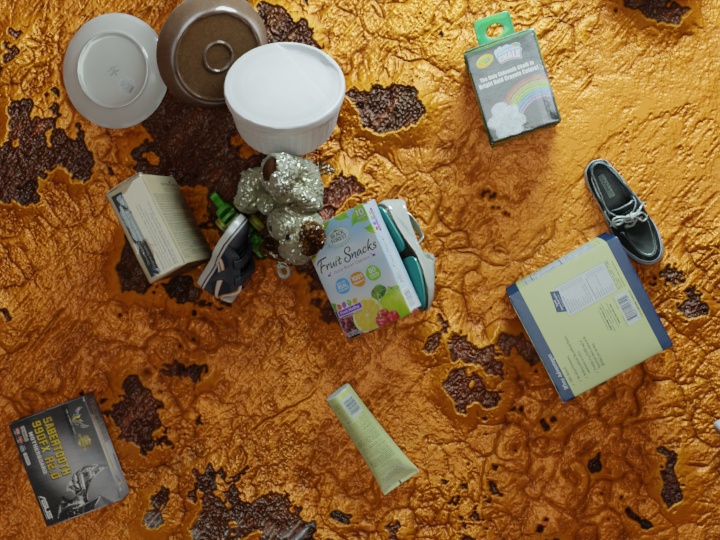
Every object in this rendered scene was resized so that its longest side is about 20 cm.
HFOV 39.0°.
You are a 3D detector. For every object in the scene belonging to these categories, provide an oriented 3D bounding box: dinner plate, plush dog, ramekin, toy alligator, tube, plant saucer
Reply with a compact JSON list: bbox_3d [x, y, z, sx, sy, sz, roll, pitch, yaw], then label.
[{"bbox_3d":[-0.436,-0.354,1.798,0.196,0.024,0.204,1,96,6],"label":"dinner plate"},{"bbox_3d":[-0.110,-0.095,1.699,0.158,0.199,0.175,-3,84,-29],"label":"plush dog"},{"bbox_3d":[-0.124,-0.277,1.692,0.199,0.095,0.205,0,54,-1],"label":"ramekin"},{"bbox_3d":[-0.195,-0.061,1.776,0.059,0.054,0.200,-43,89,8],"label":"toy alligator"},{"bbox_3d":[0.015,0.294,1.786,0.201,0.052,0.058,54,139,-3],"label":"tube"},{"bbox_3d":[-0.243,-0.363,1.708,0.197,0.035,0.203,-14,123,-22],"label":"plant saucer"}]

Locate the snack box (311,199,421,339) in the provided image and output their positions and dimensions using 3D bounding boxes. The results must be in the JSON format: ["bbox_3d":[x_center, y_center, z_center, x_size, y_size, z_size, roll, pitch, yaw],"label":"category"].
[{"bbox_3d":[0.000,0.000,1.737,0.141,0.053,0.203,-23,91,29],"label":"snack box"}]

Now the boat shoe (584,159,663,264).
[{"bbox_3d":[0.442,-0.097,1.692,0.073,0.068,0.201,-27,91,8],"label":"boat shoe"}]

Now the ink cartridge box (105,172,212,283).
[{"bbox_3d":[-0.335,-0.073,1.718,0.074,0.200,0.167,-28,90,7],"label":"ink cartridge box"}]

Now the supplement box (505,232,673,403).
[{"bbox_3d":[0.372,0.075,1.680,0.198,0.134,0.202,-28,91,8],"label":"supplement box"}]

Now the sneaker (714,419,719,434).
[{"bbox_3d":[0.691,0.293,1.684,0.200,0.078,0.100,41,94,1],"label":"sneaker"}]

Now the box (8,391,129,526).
[{"bbox_3d":[-0.529,0.343,1.850,0.156,0.048,0.203,-19,92,8],"label":"box"}]

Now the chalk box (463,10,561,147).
[{"bbox_3d":[0.242,-0.319,1.672,0.123,0.124,0.203,-16,92,9],"label":"chalk box"}]

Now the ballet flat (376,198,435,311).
[{"bbox_3d":[0.091,-0.033,1.743,0.069,0.069,0.202,-24,91,8],"label":"ballet flat"}]

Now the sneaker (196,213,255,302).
[{"bbox_3d":[-0.214,-0.017,1.736,0.079,0.079,0.200,36,142,0],"label":"sneaker"}]
